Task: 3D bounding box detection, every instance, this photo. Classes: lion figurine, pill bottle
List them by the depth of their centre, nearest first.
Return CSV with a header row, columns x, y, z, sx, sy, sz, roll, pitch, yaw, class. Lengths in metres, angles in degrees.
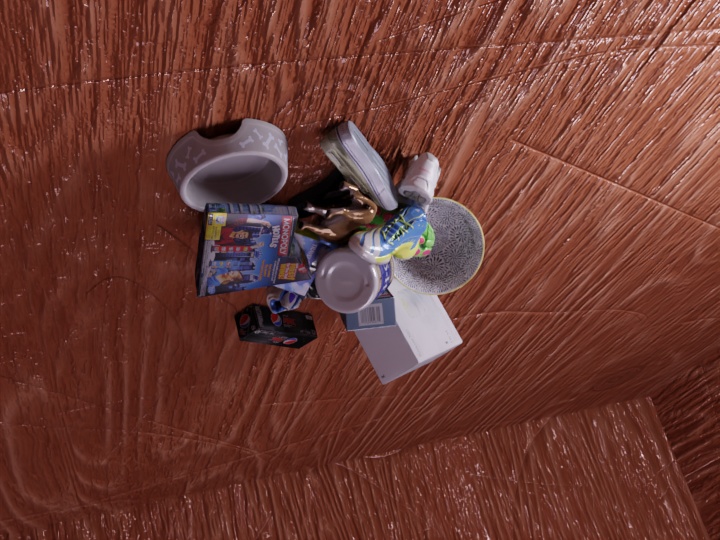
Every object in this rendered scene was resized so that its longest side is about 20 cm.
x,y,z,sx,sy,sz,roll,pitch,yaw,class
-0.026,-0.093,1.539,0.122,0.073,0.200,17,165,-33,lion figurine
0.000,0.000,1.656,0.119,0.120,0.200,-26,-176,20,pill bottle

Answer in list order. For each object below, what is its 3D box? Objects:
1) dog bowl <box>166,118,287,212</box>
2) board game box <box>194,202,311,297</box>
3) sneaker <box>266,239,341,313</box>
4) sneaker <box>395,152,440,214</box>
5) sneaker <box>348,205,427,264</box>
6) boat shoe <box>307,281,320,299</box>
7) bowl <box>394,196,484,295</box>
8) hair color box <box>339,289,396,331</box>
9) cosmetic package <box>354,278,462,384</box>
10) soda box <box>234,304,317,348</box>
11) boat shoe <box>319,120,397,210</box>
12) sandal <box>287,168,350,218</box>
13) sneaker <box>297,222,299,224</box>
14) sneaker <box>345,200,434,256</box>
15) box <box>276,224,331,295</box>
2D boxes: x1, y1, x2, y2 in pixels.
x,y,z,sx,sy,sz,roll,pitch,yaw,class
-0.208,-0.161,1.422,0.199,0.059,0.200,-14,157,-6,dog bowl
-0.174,-0.041,1.514,0.199,0.062,0.201,0,136,-18,board game box
-0.110,0.010,1.725,0.080,0.147,0.200,32,134,-29,sneaker
0.109,-0.161,1.606,0.078,0.100,0.200,26,171,-6,sneaker
0.055,-0.072,1.559,0.105,0.076,0.200,-59,159,20,sneaker
-0.096,0.025,1.838,0.068,0.074,0.199,-8,180,-20,boat shoe
0.147,-0.061,1.776,0.200,0.201,0.094,-22,-163,11,bowl
0.009,0.068,1.783,0.098,0.061,0.200,-6,-171,-5,hair color box
0.095,0.122,1.987,0.123,0.200,0.200,-36,169,36,cosmetic package
-0.194,0.132,2.048,0.071,0.064,0.200,-31,152,31,soda box
0.000,-0.172,1.494,0.062,0.072,0.200,-20,133,19,boat shoe
-0.042,-0.139,1.592,0.200,0.043,0.076,-31,152,28,sandal
-0.195,-0.022,1.688,0.199,0.088,0.074,-22,156,11,sneaker
0.058,-0.090,1.687,0.199,0.084,0.077,27,98,-24,sneaker
-0.169,-0.038,1.601,0.199,0.048,0.122,19,116,-23,box
